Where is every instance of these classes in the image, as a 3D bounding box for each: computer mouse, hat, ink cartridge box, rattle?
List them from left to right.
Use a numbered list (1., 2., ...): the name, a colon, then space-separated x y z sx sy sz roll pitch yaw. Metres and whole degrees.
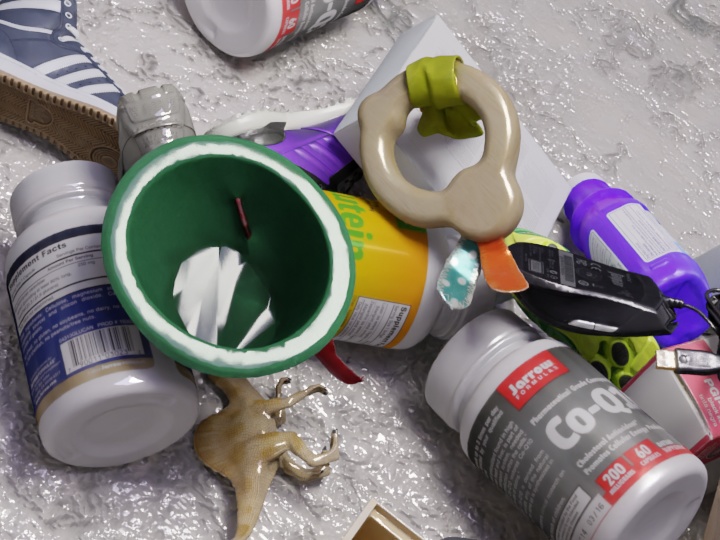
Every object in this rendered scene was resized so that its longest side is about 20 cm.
1. hat: -0.097 0.026 1.223 0.166 0.176 0.200 -40 84 -25
2. rattle: 0.084 -0.055 1.326 0.130 0.143 0.200 -29 72 -3
3. computer mouse: 0.194 0.042 1.275 0.199 0.046 0.141 13 25 -7
4. ink cartridge box: 0.291 0.112 1.383 0.199 0.147 0.083 -11 62 -34

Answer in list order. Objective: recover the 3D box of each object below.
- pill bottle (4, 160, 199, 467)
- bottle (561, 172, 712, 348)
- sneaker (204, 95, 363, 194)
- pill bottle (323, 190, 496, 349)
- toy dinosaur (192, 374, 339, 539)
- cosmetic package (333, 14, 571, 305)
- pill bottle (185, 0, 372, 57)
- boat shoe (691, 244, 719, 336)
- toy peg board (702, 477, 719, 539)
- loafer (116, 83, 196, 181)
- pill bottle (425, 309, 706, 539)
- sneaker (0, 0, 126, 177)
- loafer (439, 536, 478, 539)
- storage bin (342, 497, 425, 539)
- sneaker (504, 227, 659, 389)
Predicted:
1. pill bottle: -0.187 0.026 1.218 0.111 0.111 0.201 0 55 -29
2. bottle: 0.226 -0.017 1.467 0.065 0.084 0.200 -26 35 -3
3. sneaker: -0.033 -0.080 1.424 0.199 0.070 0.100 -11 75 -39
4. pill bottle: 0.000 0.000 1.340 0.199 0.111 0.111 10 50 -21
5. toy dinosaur: -0.069 0.132 1.250 0.101 0.058 0.201 -1 46 -11
6. cosmetic package: 0.081 -0.090 1.448 0.200 0.052 0.151 50 41 -18
7. pill bottle: -0.050 -0.269 1.526 0.200 0.114 0.114 -30 72 -41
8. boat shoe: 0.313 0.022 1.444 0.065 0.200 0.072 13 71 -26
9. toy peg board: 0.357 0.187 1.308 0.199 0.200 0.098 -20 41 -38
10. loafer: -0.142 -0.066 1.271 0.070 0.200 0.070 -16 72 -3
11. pill bottle: 0.146 0.124 1.282 0.114 0.114 0.200 -19 48 -38
12. sneaker: -0.217 -0.147 1.369 0.199 0.070 0.109 26 48 -3
13. loafer: 0.132 0.245 1.264 0.199 0.063 0.072 17 18 -21
14. storage bin: 0.021 0.294 1.129 0.198 0.094 0.200 38 46 4
15. sneaker: 0.178 0.037 1.397 0.200 0.074 0.084 52 7 -27
